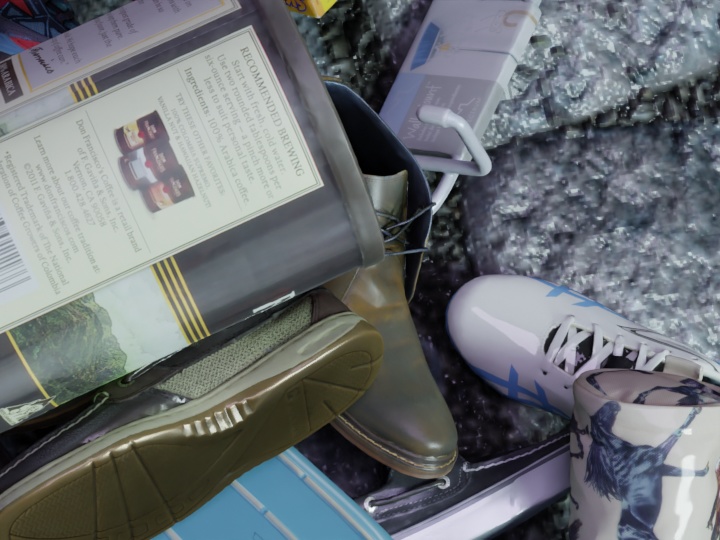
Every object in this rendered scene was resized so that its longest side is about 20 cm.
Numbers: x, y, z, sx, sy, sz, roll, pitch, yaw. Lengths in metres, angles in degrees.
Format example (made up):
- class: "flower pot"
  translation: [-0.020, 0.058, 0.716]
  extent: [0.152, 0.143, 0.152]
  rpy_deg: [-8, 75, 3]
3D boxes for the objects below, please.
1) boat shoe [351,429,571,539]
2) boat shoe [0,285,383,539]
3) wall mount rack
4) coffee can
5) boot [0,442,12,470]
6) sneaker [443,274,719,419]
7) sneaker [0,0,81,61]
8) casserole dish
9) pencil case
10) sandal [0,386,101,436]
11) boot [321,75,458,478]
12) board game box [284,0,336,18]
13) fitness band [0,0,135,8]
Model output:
- class: "boat shoe"
  translation: [0.022, 0.114, 0.928]
  extent: [0.199, 0.070, 0.066]
  rpy_deg: [-24, 78, -7]
- class: "boat shoe"
  translation: [-0.085, 0.066, 0.852]
  extent: [0.199, 0.073, 0.065]
  rpy_deg: [-25, 50, -24]
- class: "wall mount rack"
  translation: [0.013, -0.122, 1.002]
  extent: [0.173, 0.075, 0.201]
  rpy_deg: [10, 64, 36]
- class: "coffee can"
  translation: [-0.109, -0.030, 0.804]
  extent: [0.199, 0.146, 0.147]
  rpy_deg: [-24, 76, -4]
- class: "boot"
  translation: [-0.204, 0.203, 0.872]
  extent: [0.188, 0.068, 0.201]
  rpy_deg: [-24, 82, -28]
- class: "sneaker"
  translation: [0.137, 0.055, 0.958]
  extent: [0.199, 0.073, 0.072]
  rpy_deg: [28, 72, 3]
- class: "sneaker"
  translation: [-0.178, -0.134, 0.971]
  extent: [0.199, 0.079, 0.096]
  rpy_deg: [28, 68, 1]
- class: "casserole dish"
  translation: [-0.055, 0.131, 0.865]
  extent: [0.121, 0.039, 0.200]
  rpy_deg: [-40, 61, -20]
- class: "pencil case"
  translation: [0.135, 0.143, 0.890]
  extent: [0.077, 0.089, 0.201]
  rpy_deg: [4, 94, 22]
- class: "sandal"
  translation: [-0.182, 0.040, 0.897]
  extent: [0.199, 0.054, 0.080]
  rpy_deg: [-20, 41, -27]
- class: "boot"
  translation: [0.000, 0.000, 0.913]
  extent: [0.075, 0.097, 0.200]
  rpy_deg: [-8, 53, -42]
- class: "board game box"
  translation: [0.000, -0.214, 1.017]
  extent: [0.095, 0.030, 0.200]
  rpy_deg: [20, 59, 37]
- class: "fitness band"
  translation: [-0.118, -0.065, 0.899]
  extent: [0.144, 0.037, 0.200]
  rpy_deg: [-41, 87, -6]
